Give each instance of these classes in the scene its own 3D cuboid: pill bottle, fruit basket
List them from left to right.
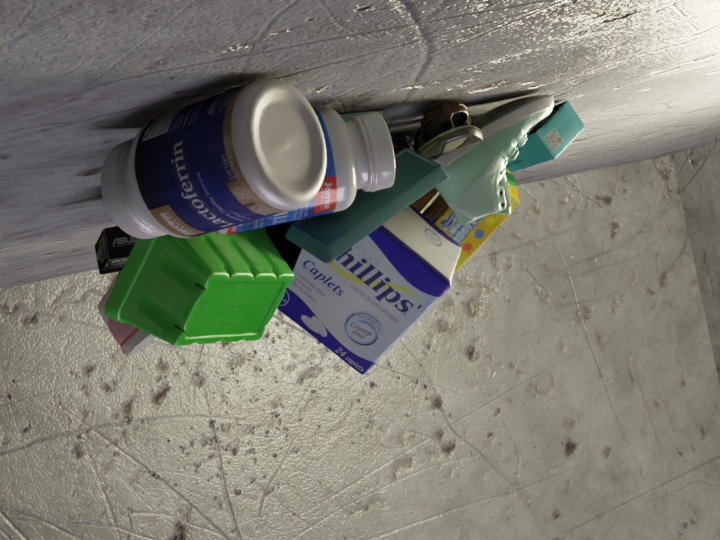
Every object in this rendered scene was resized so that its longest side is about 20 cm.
[{"bbox_3d":[-0.197,-0.022,1.293,0.214,0.157,0.216,28,-164,-9],"label":"fruit basket"},{"bbox_3d":[-0.137,-0.094,1.053,0.198,0.117,0.115,-13,179,37],"label":"pill bottle"},{"bbox_3d":[-0.068,-0.110,1.229,0.197,0.114,0.112,-13,180,-12],"label":"pill bottle"}]

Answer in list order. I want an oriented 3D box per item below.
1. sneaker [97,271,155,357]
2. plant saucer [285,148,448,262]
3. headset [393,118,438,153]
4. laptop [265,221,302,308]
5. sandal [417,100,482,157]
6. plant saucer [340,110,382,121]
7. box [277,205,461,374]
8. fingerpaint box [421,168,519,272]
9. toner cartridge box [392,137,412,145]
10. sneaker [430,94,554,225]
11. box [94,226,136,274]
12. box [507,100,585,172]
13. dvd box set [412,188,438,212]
[{"bbox_3d":[-0.276,0.018,1.613,0.200,0.105,0.075,-40,172,-9],"label":"sneaker"},{"bbox_3d":[0.009,-0.078,1.298,0.070,0.019,0.199,31,-128,33],"label":"plant saucer"},{"bbox_3d":[0.076,-0.170,1.568,0.123,0.095,0.200,-26,-172,34],"label":"headset"},{"bbox_3d":[-0.061,-0.061,1.424,0.198,0.117,0.187,-18,-157,-24],"label":"laptop"},{"bbox_3d":[0.102,-0.179,1.424,0.079,0.058,0.201,-18,-166,5],"label":"sandal"},{"bbox_3d":[-0.056,-0.161,1.412,0.069,0.019,0.199,-12,179,-38],"label":"plant saucer"},{"bbox_3d":[0.000,0.000,1.530,0.200,0.183,0.105,-48,-170,30],"label":"box"},{"bbox_3d":[0.133,-0.064,1.643,0.200,0.073,0.167,-48,-173,16],"label":"fingerpaint box"},{"bbox_3d":[-0.002,-0.157,1.640,0.094,0.044,0.199,-11,180,25],"label":"toner cartridge box"},{"bbox_3d":[0.183,-0.141,1.507,0.199,0.119,0.074,-33,-163,-14],"label":"sneaker"},{"bbox_3d":[-0.257,-0.039,1.590,0.197,0.045,0.160,-10,176,-17],"label":"box"},{"bbox_3d":[0.243,-0.191,1.749,0.082,0.049,0.199,-44,-166,-24],"label":"box"},{"bbox_3d":[0.105,-0.124,1.739,0.200,0.029,0.146,-48,180,18],"label":"dvd box set"}]
